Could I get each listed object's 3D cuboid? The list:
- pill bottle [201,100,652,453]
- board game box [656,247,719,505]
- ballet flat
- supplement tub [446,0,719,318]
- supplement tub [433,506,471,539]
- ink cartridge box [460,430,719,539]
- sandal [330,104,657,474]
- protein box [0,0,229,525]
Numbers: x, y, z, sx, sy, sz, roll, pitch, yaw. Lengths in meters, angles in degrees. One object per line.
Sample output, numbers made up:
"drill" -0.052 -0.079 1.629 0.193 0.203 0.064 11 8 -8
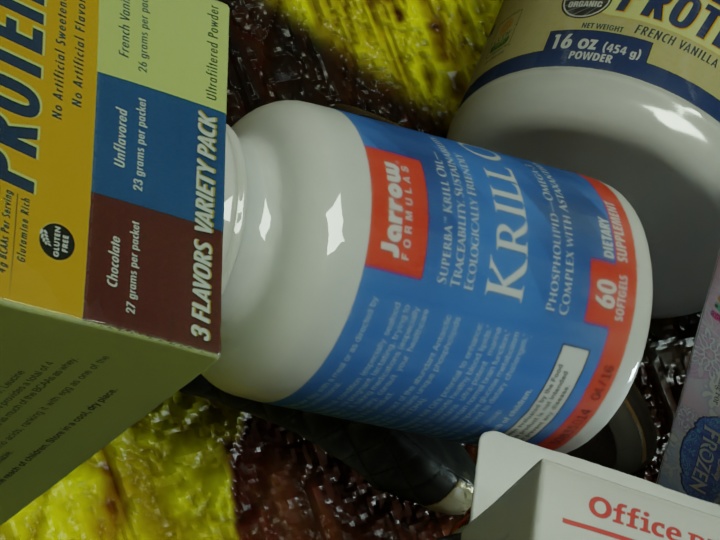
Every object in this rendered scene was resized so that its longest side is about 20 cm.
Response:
"pill bottle" 0.000 0.000 1.047 0.199 0.112 0.113 12 62 -30
"board game box" 0.203 0.006 1.200 0.043 0.200 0.200 29 47 22
"ballet flat" -0.035 0.049 1.120 0.199 0.057 0.067 29 13 -21
"supplement tub" 0.130 -0.095 1.227 0.144 0.144 0.201 34 54 -16
"supplement tub" 0.037 0.185 1.050 0.122 0.122 0.200 42 52 -10
"ink cartridge box" 0.093 0.145 0.982 0.115 0.067 0.201 18 57 -16
"sandal" 0.046 0.015 1.178 0.055 0.082 0.200 -40 101 -17
"protein box" -0.177 -0.017 0.949 0.199 0.198 0.136 15 59 -28
